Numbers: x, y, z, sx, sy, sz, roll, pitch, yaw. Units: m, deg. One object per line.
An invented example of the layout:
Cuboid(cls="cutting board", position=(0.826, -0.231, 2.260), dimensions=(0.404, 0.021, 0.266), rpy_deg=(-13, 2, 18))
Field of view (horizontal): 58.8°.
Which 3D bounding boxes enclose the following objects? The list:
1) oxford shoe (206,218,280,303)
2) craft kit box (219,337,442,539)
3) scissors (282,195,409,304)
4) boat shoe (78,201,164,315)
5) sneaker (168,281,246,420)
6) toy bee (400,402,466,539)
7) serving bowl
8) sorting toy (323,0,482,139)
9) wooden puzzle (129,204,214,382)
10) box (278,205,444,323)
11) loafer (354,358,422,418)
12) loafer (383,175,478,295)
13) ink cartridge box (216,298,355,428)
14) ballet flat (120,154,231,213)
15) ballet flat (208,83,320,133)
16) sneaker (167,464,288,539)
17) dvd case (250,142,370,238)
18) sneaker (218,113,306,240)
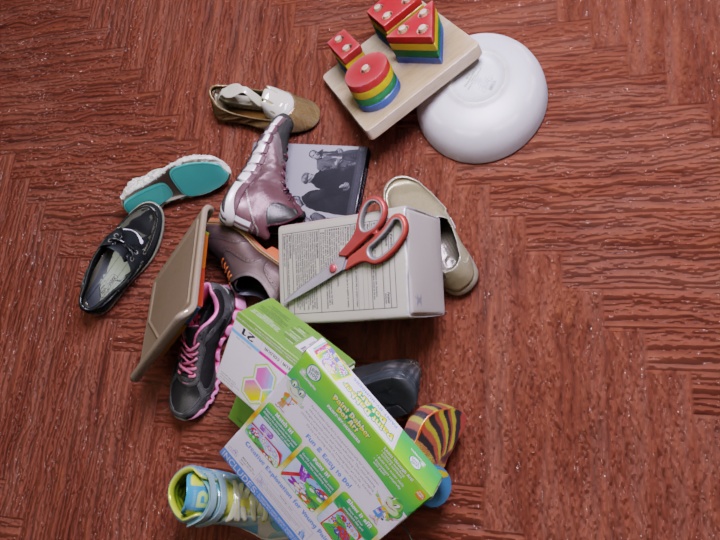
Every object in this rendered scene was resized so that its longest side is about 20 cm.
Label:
Cuboid(cls="oxford shoe", position=(-0.180, -0.014, 0.934), dimensions=(0.196, 0.072, 0.073), rpy_deg=(26, 56, 22))
Cuboid(cls="craft kit box", position=(-0.040, 0.216, 0.718), dimensions=(0.201, 0.048, 0.198), rpy_deg=(47, 120, 8))
Cuboid(cls="scissors", position=(-0.021, -0.004, 0.769), dimensions=(0.200, 0.014, 0.074), rpy_deg=(-48, 67, 19))
Cuboid(cls="boat shoe", position=(-0.376, -0.019, 0.994), dimensions=(0.074, 0.066, 0.201), rpy_deg=(38, 88, -4))
Cuboid(cls="sneaker", position=(-0.234, 0.108, 0.909), dimensions=(0.077, 0.095, 0.206), rpy_deg=(12, 77, 17))
Cuboid(cls="toy bee", position=(0.055, 0.248, 0.759), dimensions=(0.130, 0.107, 0.205), rpy_deg=(-32, 38, 51))
Cuboid(cls="serving bowl", position=(0.172, -0.262, 0.927), dimensions=(0.193, 0.066, 0.207), rpy_deg=(-5, 72, 14))
Cuboid(cls="sorting toy", position=(0.044, -0.322, 0.943), dimensions=(0.198, 0.070, 0.200), rpy_deg=(-36, 45, 4))
Cuboid(cls="wooden puzzle", position=(-0.258, 0.033, 0.899), dimensions=(0.185, 0.037, 0.204), rpy_deg=(-44, 33, 37))
Cuboid(cls="box", position=(0.000, 0.000, 0.829), dimensions=(0.194, 0.108, 0.133), rpy_deg=(-5, 84, 31))
Cuboid(cls="loafer", position=(-0.007, 0.163, 0.844), dimensions=(0.194, 0.072, 0.075), rpy_deg=(-13, 106, 25))
Cuboid(cls="loafer", position=(0.094, -0.061, 0.881), dimensions=(0.075, 0.068, 0.202), rpy_deg=(-36, 66, 2))
Cuboid(cls="ink cartridge box", position=(-0.112, 0.165, 0.811), dimensions=(0.146, 0.075, 0.204), rpy_deg=(33, 115, 20))
Cuboid(cls="ballet flat", position=(-0.301, -0.151, 1.032), dimensions=(0.194, 0.072, 0.074), rpy_deg=(-17, 68, 10))
Cuboid(cls="ballet flat", position=(-0.161, -0.267, 1.023), dimensions=(0.194, 0.072, 0.070), rpy_deg=(15, 75, 20))
Cuboid(cls="sneaker", position=(-0.154, 0.294, 0.803), dimensions=(0.193, 0.131, 0.082), rpy_deg=(0, 70, 16))
Cuboid(cls="dvd case", position=(-0.090, -0.121, 0.980), dimensions=(0.193, 0.025, 0.155), rpy_deg=(6, 74, 19))
Cuboid(cls="sneaker", position=(-0.119, -0.129, 0.952), dimensions=(0.113, 0.076, 0.204), rpy_deg=(28, 67, -5))
